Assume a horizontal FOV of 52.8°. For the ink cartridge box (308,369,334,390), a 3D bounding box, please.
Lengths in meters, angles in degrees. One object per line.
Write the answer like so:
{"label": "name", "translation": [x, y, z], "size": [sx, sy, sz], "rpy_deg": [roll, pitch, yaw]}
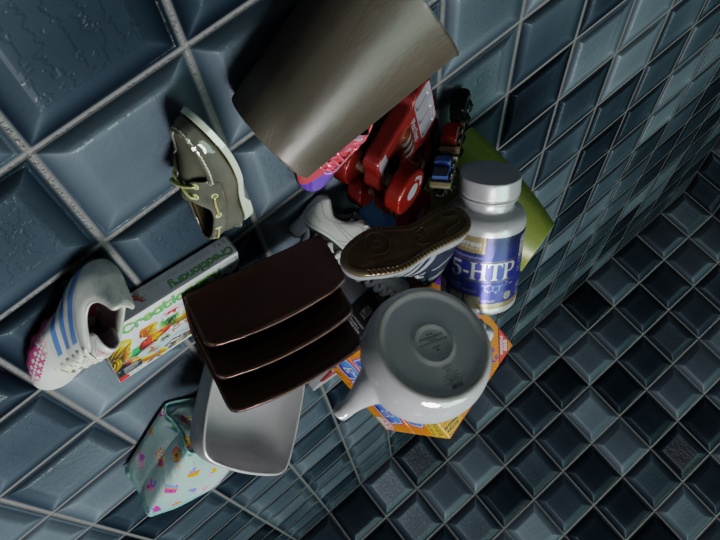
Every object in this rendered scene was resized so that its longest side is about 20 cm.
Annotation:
{"label": "ink cartridge box", "translation": [-0.018, 0.123, 1.363], "size": [0.198, 0.084, 0.147], "rpy_deg": [-32, 171, -28]}

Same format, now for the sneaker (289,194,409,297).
{"label": "sneaker", "translation": [-0.003, -0.030, 1.032], "size": [0.082, 0.198, 0.075], "rpy_deg": [-55, -164, 0]}

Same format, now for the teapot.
{"label": "teapot", "translation": [0.085, 0.131, 1.022], "size": [0.147, 0.196, 0.200], "rpy_deg": [111, -2, -56]}

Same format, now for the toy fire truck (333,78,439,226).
{"label": "toy fire truck", "translation": [0.059, -0.159, 1.002], "size": [0.170, 0.111, 0.200], "rpy_deg": [-58, 161, -7]}

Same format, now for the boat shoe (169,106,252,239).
{"label": "boat shoe", "translation": [-0.162, -0.093, 0.757], "size": [0.060, 0.072, 0.202], "rpy_deg": [-43, 163, -13]}

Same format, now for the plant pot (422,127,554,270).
{"label": "plant pot", "translation": [0.211, -0.098, 1.189], "size": [0.188, 0.199, 0.188], "rpy_deg": [-52, 170, -13]}

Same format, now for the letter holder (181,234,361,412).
{"label": "letter holder", "translation": [-0.105, 0.071, 0.928], "size": [0.197, 0.143, 0.101], "rpy_deg": [-25, 154, -19]}

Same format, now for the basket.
{"label": "basket", "translation": [-0.022, -0.203, 0.728], "size": [0.200, 0.137, 0.180], "rpy_deg": [-43, 146, 12]}

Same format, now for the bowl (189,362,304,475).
{"label": "bowl", "translation": [-0.185, 0.212, 1.143], "size": [0.199, 0.073, 0.204], "rpy_deg": [30, 63, -48]}

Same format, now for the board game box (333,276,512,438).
{"label": "board game box", "translation": [0.088, 0.130, 1.218], "size": [0.200, 0.201, 0.199], "rpy_deg": [-49, -164, -25]}

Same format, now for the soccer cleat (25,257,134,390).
{"label": "soccer cleat", "translation": [-0.307, 0.078, 0.791], "size": [0.069, 0.087, 0.201], "rpy_deg": [-12, 143, -53]}

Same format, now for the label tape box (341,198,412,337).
{"label": "label tape box", "translation": [0.000, 0.000, 1.110], "size": [0.199, 0.145, 0.063], "rpy_deg": [-41, -170, -9]}

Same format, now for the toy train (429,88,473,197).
{"label": "toy train", "translation": [0.131, -0.187, 1.033], "size": [0.046, 0.033, 0.203], "rpy_deg": [73, 28, -52]}

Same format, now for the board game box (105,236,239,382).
{"label": "board game box", "translation": [-0.242, 0.050, 0.928], "size": [0.198, 0.035, 0.127], "rpy_deg": [-35, 157, -22]}

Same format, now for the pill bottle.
{"label": "pill bottle", "translation": [0.181, -0.050, 1.064], "size": [0.119, 0.119, 0.204], "rpy_deg": [-26, 129, -37]}

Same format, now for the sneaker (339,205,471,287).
{"label": "sneaker", "translation": [0.054, -0.014, 0.980], "size": [0.197, 0.071, 0.109], "rpy_deg": [-21, 157, -25]}

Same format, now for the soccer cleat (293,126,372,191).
{"label": "soccer cleat", "translation": [-0.027, -0.162, 0.870], "size": [0.068, 0.073, 0.202], "rpy_deg": [-23, 150, -41]}

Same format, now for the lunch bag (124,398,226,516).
{"label": "lunch bag", "translation": [-0.270, 0.302, 1.232], "size": [0.198, 0.122, 0.172], "rpy_deg": [-1, 134, -52]}
